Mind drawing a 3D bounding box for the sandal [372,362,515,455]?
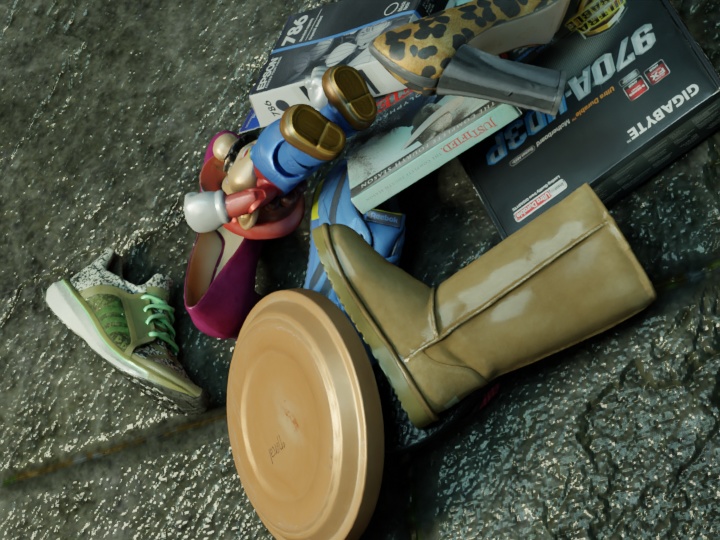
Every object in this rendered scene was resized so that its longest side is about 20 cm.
[{"bbox_3d":[0.074,0.078,1.412,0.199,0.045,0.075,-33,64,0],"label":"sandal"}]

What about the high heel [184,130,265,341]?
[{"bbox_3d":[-0.115,-0.038,1.533,0.067,0.096,0.202,-24,61,21],"label":"high heel"}]

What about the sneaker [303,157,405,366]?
[{"bbox_3d":[0.000,0.000,1.453,0.078,0.065,0.202,-33,50,54],"label":"sneaker"}]

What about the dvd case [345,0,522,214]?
[{"bbox_3d":[0.049,-0.141,1.454,0.145,0.022,0.201,-31,34,18],"label":"dvd case"}]

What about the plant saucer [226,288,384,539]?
[{"bbox_3d":[-0.049,0.115,1.410,0.200,0.032,0.202,13,105,57],"label":"plant saucer"}]

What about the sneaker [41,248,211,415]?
[{"bbox_3d":[-0.183,0.043,1.563,0.200,0.077,0.089,37,84,33],"label":"sneaker"}]

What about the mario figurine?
[{"bbox_3d":[-0.074,-0.095,1.443,0.200,0.122,0.107,-38,61,55],"label":"mario figurine"}]

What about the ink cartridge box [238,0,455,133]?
[{"bbox_3d":[-0.022,-0.174,1.520,0.199,0.039,0.100,-13,42,41],"label":"ink cartridge box"}]

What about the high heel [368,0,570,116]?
[{"bbox_3d":[0.082,-0.199,1.381,0.141,0.072,0.201,12,45,-5],"label":"high heel"}]

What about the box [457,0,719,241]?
[{"bbox_3d":[0.165,-0.127,1.427,0.199,0.046,0.160,-36,56,15],"label":"box"}]

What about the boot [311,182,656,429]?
[{"bbox_3d":[0.087,-0.003,1.368,0.199,0.066,0.176,-32,89,4],"label":"boot"}]
